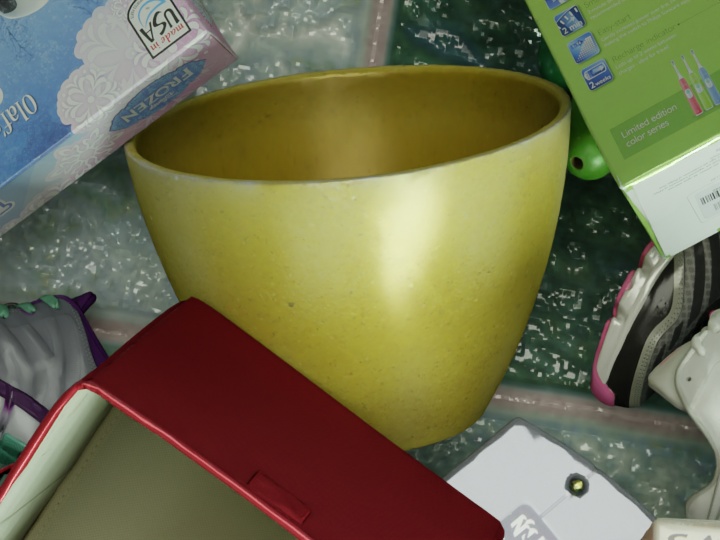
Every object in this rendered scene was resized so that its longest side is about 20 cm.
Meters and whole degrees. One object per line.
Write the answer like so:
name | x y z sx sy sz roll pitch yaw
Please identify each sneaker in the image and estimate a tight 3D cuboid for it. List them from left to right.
sneaker | -0.175 0.034 1.390 0.200 0.074 0.088 30 71 -7
sneaker | 0.177 0.031 1.319 0.099 0.078 0.201 3 82 14
sneaker | 0.189 -0.004 1.388 0.087 0.074 0.200 39 78 11

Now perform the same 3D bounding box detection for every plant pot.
plant pot | 0.000 0.000 1.343 0.199 0.200 0.143 -6 106 -1

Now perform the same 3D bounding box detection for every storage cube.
storage cube | -0.067 0.138 1.214 0.200 0.180 0.171 36 104 3

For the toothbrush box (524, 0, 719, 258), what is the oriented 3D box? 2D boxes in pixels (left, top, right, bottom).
toothbrush box | 0.147 -0.131 1.303 0.145 0.086 0.201 -28 63 7

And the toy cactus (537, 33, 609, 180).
toy cactus | 0.124 -0.138 1.412 0.165 0.102 0.201 23 84 22

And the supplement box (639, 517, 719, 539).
supplement box | 0.146 0.208 1.222 0.073 0.126 0.201 3 79 1

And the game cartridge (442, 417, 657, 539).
game cartridge | 0.096 0.171 1.312 0.133 0.041 0.200 -39 81 -2

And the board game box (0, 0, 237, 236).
board game box | -0.188 -0.116 1.336 0.200 0.043 0.199 -36 69 7
